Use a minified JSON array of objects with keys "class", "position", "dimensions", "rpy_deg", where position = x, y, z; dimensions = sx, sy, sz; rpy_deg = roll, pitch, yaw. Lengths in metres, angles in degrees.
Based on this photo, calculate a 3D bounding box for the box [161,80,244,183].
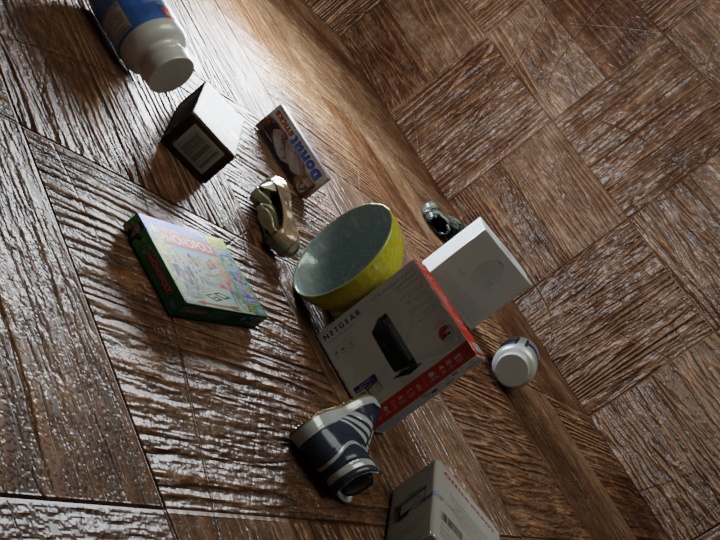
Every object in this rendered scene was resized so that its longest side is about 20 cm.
[{"class":"box","position":[-0.251,-0.228,1.528],"dimensions":[0.100,0.075,0.200],"rpy_deg":[47,13,-21]}]

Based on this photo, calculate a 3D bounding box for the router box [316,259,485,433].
[{"class":"router box","position":[0.057,0.115,1.415],"dimensions":[0.180,0.200,0.049],"rpy_deg":[57,15,24]}]

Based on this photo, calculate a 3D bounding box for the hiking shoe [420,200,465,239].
[{"class":"hiking shoe","position":[0.268,-0.131,2.978],"dimensions":[0.200,0.076,0.101],"rpy_deg":[33,31,-31]}]

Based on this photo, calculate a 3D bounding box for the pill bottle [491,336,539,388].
[{"class":"pill bottle","position":[0.389,0.234,2.362],"dimensions":[0.111,0.111,0.200],"rpy_deg":[54,14,5]}]

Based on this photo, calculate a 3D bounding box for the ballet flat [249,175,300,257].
[{"class":"ballet flat","position":[-0.149,-0.105,1.573],"dimensions":[0.067,0.068,0.200],"rpy_deg":[30,23,-40]}]

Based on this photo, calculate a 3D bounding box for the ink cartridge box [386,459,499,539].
[{"class":"ink cartridge box","position":[0.109,0.360,1.216],"dimensions":[0.145,0.084,0.200],"rpy_deg":[51,14,-8]}]

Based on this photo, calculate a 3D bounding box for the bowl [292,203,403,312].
[{"class":"bowl","position":[0.000,0.000,1.518],"dimensions":[0.108,0.200,0.200],"rpy_deg":[48,14,-29]}]

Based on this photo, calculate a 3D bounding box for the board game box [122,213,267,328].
[{"class":"board game box","position":[-0.206,0.005,1.195],"dimensions":[0.135,0.029,0.200],"rpy_deg":[58,15,19]}]

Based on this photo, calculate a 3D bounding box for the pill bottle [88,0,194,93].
[{"class":"pill bottle","position":[-0.350,-0.388,1.520],"dimensions":[0.200,0.112,0.112],"rpy_deg":[57,15,17]}]

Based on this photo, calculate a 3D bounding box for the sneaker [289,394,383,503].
[{"class":"sneaker","position":[-0.007,0.226,1.199],"dimensions":[0.109,0.070,0.200],"rpy_deg":[51,20,15]}]

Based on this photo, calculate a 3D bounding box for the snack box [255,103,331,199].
[{"class":"snack box","position":[-0.138,-0.244,1.923],"dimensions":[0.200,0.072,0.024],"rpy_deg":[58,13,20]}]

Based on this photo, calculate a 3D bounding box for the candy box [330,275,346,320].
[{"class":"candy box","position":[0.012,0.101,1.597],"dimensions":[0.115,0.055,0.200],"rpy_deg":[32,25,-52]}]

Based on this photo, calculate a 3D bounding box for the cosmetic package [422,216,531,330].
[{"class":"cosmetic package","position":[0.298,0.008,2.438],"dimensions":[0.199,0.200,0.123],"rpy_deg":[49,12,-14]}]
